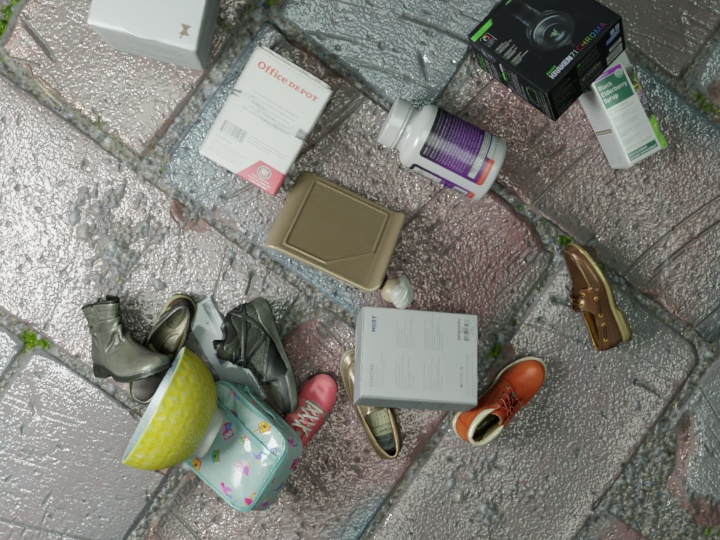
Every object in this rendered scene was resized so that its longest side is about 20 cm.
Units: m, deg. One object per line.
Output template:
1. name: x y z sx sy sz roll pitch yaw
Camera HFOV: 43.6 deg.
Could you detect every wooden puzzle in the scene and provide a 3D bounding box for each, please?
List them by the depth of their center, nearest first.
1. wooden puzzle: -0.039 -0.062 1.478 0.198 0.037 0.186 22 49 0

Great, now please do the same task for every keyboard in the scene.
1. keyboard: -0.232 0.145 1.540 0.056 0.011 0.201 -28 96 2

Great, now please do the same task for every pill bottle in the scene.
1. pill bottle: 0.133 -0.207 1.500 0.199 0.111 0.112 26 91 -7

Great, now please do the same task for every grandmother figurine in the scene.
1. grandmother figurine: 0.000 0.000 1.505 0.199 0.121 0.061 30 134 7

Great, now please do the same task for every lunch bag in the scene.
1. lunch bag: -0.199 0.280 1.474 0.199 0.077 0.161 36 99 27

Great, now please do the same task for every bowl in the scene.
1. bowl: -0.277 0.233 1.405 0.107 0.200 0.201 30 91 -11

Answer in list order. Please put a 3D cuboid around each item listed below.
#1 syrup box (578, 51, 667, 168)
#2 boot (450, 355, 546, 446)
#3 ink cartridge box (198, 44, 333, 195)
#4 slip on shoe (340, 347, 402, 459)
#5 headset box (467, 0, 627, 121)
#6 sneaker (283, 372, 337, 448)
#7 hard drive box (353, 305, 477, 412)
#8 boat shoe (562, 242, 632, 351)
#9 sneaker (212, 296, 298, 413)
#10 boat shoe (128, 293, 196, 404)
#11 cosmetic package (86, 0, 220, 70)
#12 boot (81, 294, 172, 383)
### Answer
1. syrup box: 0.436 -0.282 1.542 0.078 0.081 0.201 -28 98 -4
2. boot: 0.250 0.228 1.547 0.200 0.107 0.075 -41 95 -3
3. ink cartridge box: -0.154 -0.245 1.481 0.145 0.085 0.201 30 92 -7
4. slip on shoe: 0.021 0.229 1.543 0.075 0.061 0.202 -17 94 -4
5. headset box: 0.300 -0.377 1.476 0.174 0.093 0.200 -44 60 0
6. sneaker: -0.099 0.267 1.522 0.073 0.087 0.201 34 90 -8
7. hard drive box: 0.092 0.149 1.512 0.198 0.077 0.157 6 71 -8
8. boat shoe: 0.400 0.049 1.566 0.067 0.072 0.201 -29 99 -5
9. sneaker: -0.177 0.155 1.492 0.113 0.076 0.201 -21 88 -23
10. boat shoe: -0.335 0.134 1.496 0.073 0.065 0.202 22 96 -8
11. cosmetic package: -0.308 -0.422 1.394 0.166 0.200 0.168 13 93 -7
12. boot: -0.385 0.106 1.440 0.067 0.199 0.132 -19 102 -45
